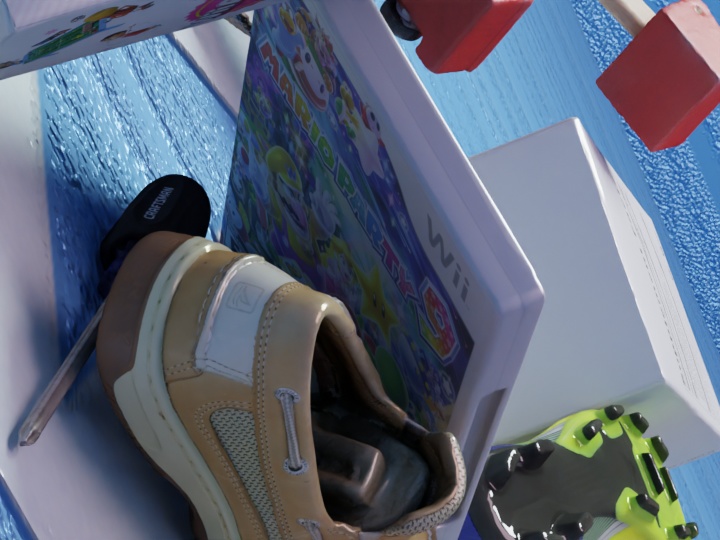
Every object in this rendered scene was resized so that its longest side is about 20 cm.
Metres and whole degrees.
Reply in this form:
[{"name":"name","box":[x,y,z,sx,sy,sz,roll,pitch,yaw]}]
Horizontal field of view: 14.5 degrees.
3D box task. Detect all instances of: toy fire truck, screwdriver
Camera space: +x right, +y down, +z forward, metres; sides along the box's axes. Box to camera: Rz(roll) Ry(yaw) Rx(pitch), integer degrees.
[{"name":"toy fire truck","box":[0.056,-0.136,1.170,0.141,0.049,0.200,-12,61,-50]},{"name":"screwdriver","box":[-0.073,0.008,0.786,0.029,0.028,0.200,39,19,-1]}]

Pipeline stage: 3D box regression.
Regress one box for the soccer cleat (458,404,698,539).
[{"name":"soccer cleat","box":[0.066,0.097,1.080,0.200,0.084,0.065,0,61,-63]}]

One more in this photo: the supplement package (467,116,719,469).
[{"name":"supplement package","box":[0.075,0.030,1.225,0.200,0.121,0.120,36,35,-71]}]

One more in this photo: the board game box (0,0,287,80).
[{"name":"board game box","box":[-0.044,-0.146,0.758,0.064,0.199,0.148,-24,-95,57]}]

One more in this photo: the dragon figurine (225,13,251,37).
[{"name":"dragon figurine","box":[-0.048,-0.200,1.105,0.059,0.099,0.201,43,28,-67]}]

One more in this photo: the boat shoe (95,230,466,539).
[{"name":"boat shoe","box":[-0.006,0.061,0.801,0.200,0.076,0.072,55,49,-57]}]

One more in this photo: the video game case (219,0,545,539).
[{"name":"video game case","box":[0.000,0.000,0.872,0.144,0.018,0.200,61,-20,23]}]
